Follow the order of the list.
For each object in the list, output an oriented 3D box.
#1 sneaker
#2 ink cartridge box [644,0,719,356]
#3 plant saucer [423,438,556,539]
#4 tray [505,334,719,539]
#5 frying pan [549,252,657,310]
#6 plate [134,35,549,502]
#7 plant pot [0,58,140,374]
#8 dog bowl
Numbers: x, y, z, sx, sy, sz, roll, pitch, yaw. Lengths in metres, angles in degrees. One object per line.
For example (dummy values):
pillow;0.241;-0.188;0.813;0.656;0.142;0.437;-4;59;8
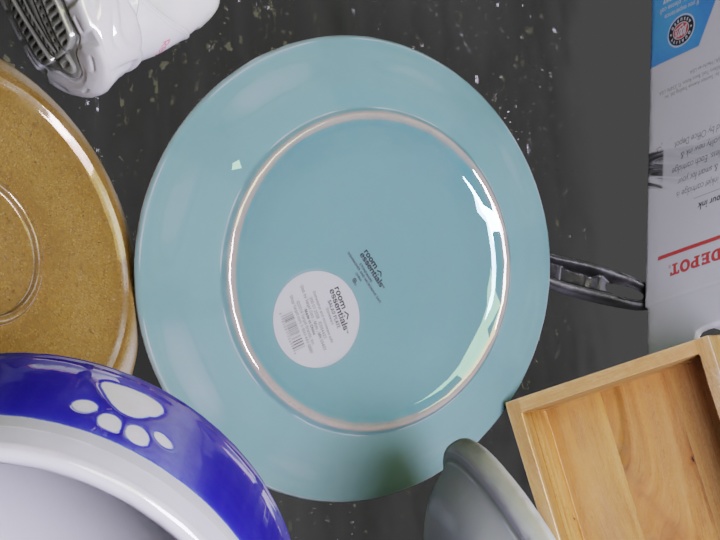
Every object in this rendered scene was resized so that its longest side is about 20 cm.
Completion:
sneaker;-0.126;-0.178;1.103;0.099;0.078;0.200;-27;96;-35
ink cartridge box;0.191;-0.042;1.173;0.068;0.116;0.200;14;70;-30
plant saucer;0.066;0.166;1.024;0.050;0.200;0.200;-26;87;-8
tray;0.141;0.138;1.113;0.037;0.099;0.200;-1;72;-65
frying pan;0.041;0.000;1.148;0.190;0.031;0.115;35;66;-9
plate;0.000;0.000;1.094;0.200;0.026;0.200;-1;93;-28
plant pot;-0.158;-0.007;1.016;0.200;0.027;0.200;22;59;-40
dog bowl;-0.123;0.134;0.937;0.200;0.200;0.079;37;23;-11
